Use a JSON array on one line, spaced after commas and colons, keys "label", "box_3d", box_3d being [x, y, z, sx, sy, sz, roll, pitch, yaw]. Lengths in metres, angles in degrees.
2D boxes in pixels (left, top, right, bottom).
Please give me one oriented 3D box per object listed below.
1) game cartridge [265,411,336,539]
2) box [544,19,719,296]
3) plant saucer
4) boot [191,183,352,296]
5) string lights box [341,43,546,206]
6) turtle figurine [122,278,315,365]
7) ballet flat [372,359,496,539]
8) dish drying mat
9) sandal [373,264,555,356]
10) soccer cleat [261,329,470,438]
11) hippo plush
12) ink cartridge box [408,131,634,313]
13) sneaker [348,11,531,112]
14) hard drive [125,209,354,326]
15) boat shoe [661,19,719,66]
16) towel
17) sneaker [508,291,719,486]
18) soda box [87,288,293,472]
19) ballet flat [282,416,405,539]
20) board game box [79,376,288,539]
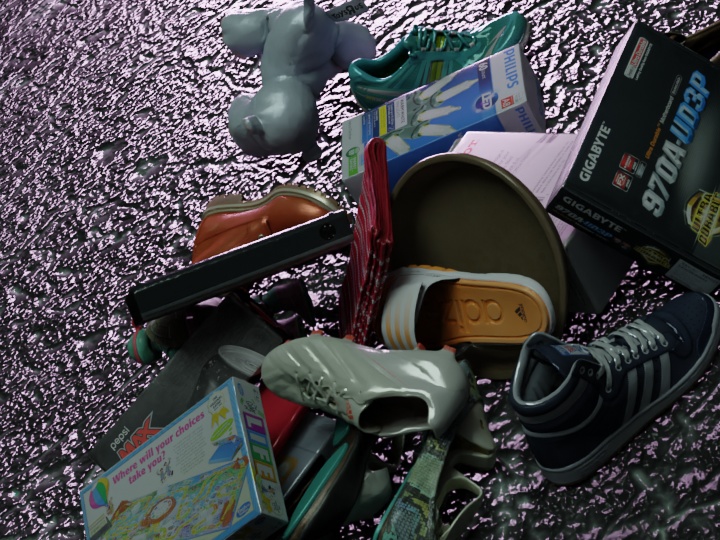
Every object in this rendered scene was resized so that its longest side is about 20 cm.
[{"label": "game cartridge", "box_3d": [-0.106, 0.200, 1.648, 0.133, 0.042, 0.200, 16, 59, 43]}, {"label": "box", "box_3d": [0.261, -0.094, 1.588, 0.201, 0.158, 0.046, -62, 3, -33]}, {"label": "plant saucer", "box_3d": [0.101, -0.005, 1.598, 0.199, 0.202, 0.029, 6, 22, 43]}, {"label": "boot", "box_3d": [-0.094, -0.022, 1.867, 0.199, 0.075, 0.108, -9, 45, 44]}, {"label": "string lights box", "box_3d": [0.081, -0.136, 1.856, 0.199, 0.059, 0.103, -23, 36, 16]}, {"label": "turtle figurine", "box_3d": [-0.144, 0.069, 1.779, 0.198, 0.101, 0.151, -14, 50, 12]}, {"label": "ballet flat", "box_3d": [0.074, 0.162, 1.530, 0.074, 0.074, 0.201, -3, 48, 37]}, {"label": "dish drying mat", "box_3d": [-0.093, 0.150, 1.649, 0.076, 0.018, 0.201, 4, 52, 46]}, {"label": "sandal", "box_3d": [0.070, 0.038, 1.585, 0.206, 0.080, 0.059, -6, 15, 47]}, {"label": "soccer cleat", "box_3d": [-0.005, 0.096, 1.539, 0.199, 0.070, 0.078, 1, 45, 32]}, {"label": "hippo plush", "box_3d": [-0.060, -0.193, 2.004, 0.199, 0.158, 0.162, -7, 73, 55]}, {"label": "ink cartridge box", "box_3d": [0.149, -0.046, 1.672, 0.199, 0.085, 0.146, 5, 48, 44]}, {"label": "sneaker", "box_3d": [0.080, -0.215, 1.932, 0.199, 0.080, 0.078, -23, 37, 16]}, {"label": "hard drive", "box_3d": [-0.112, -0.001, 1.689, 0.199, 0.033, 0.140, -20, 0, -10]}, {"label": "boat shoe", "box_3d": [0.289, -0.182, 1.728, 0.199, 0.073, 0.072, -29, 35, 9]}, {"label": "towel", "box_3d": [0.000, 0.000, 1.673, 0.022, 0.201, 0.145, 6, 40, -7]}, {"label": "sneaker", "box_3d": [0.200, 0.067, 1.485, 0.200, 0.109, 0.070, -44, 37, -12]}, {"label": "soda box", "box_3d": [-0.152, 0.113, 1.699, 0.200, 0.071, 0.063, -49, -6, 6]}, {"label": "ballet flat", "box_3d": [-0.001, 0.159, 1.574, 0.068, 0.068, 0.201, -52, 11, 50]}, {"label": "board game box", "box_3d": [-0.153, 0.199, 1.592, 0.200, 0.034, 0.135, -37, 50, 27]}]
